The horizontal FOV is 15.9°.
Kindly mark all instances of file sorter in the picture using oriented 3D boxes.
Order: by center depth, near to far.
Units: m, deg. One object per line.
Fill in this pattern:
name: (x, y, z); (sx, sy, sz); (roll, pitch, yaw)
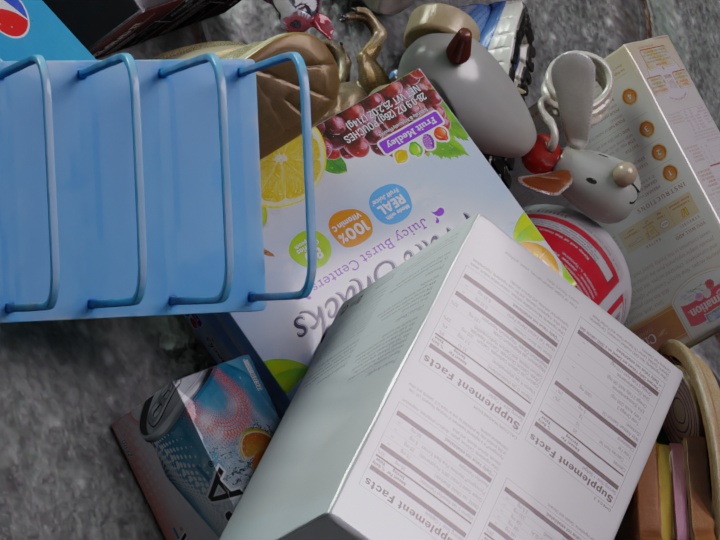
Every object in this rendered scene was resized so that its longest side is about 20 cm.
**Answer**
file sorter: (-0.131, -0.044, 1.349); (0.198, 0.123, 0.140); (-2, 90, -21)

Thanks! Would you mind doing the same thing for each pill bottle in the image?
pill bottle: (0.093, 0.043, 1.669); (0.113, 0.112, 0.200); (54, 35, -5)

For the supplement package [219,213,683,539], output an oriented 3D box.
supplement package: (0.043, 0.111, 1.371); (0.150, 0.152, 0.201); (37, 56, -13)

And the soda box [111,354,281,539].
soda box: (-0.058, 0.154, 1.432); (0.063, 0.068, 0.201); (-19, 79, -46)

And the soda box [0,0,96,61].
soda box: (-0.243, -0.157, 1.451); (0.200, 0.064, 0.068); (47, 37, -15)

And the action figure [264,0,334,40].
action figure: (-0.056, -0.226, 1.606); (0.149, 0.133, 0.202); (109, -28, -80)

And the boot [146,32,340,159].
boot: (-0.122, -0.078, 1.505); (0.199, 0.155, 0.073); (-33, 105, -14)

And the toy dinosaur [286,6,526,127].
toy dinosaur: (0.003, -0.117, 1.716); (0.199, 0.058, 0.102); (-19, 77, -28)

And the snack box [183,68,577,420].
snack box: (0.000, 0.000, 1.533); (0.199, 0.068, 0.169); (-30, 77, -24)

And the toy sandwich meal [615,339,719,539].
toy sandwich meal: (0.193, 0.146, 1.694); (0.070, 0.206, 0.207); (-3, 59, -8)

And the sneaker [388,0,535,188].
sneaker: (0.060, -0.097, 1.777); (0.079, 0.088, 0.201); (65, 35, -55)

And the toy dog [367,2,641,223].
toy dog: (0.103, -0.106, 1.667); (0.198, 0.096, 0.133); (9, 70, -21)

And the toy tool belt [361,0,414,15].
toy tool belt: (0.047, -0.281, 1.805); (0.123, 0.200, 0.125); (47, 1, -7)

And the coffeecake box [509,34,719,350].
coffeecake box: (0.190, -0.038, 1.813); (0.073, 0.153, 0.201); (-17, 78, -55)

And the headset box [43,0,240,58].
headset box: (-0.151, -0.220, 1.603); (0.150, 0.077, 0.200); (59, 33, 2)
